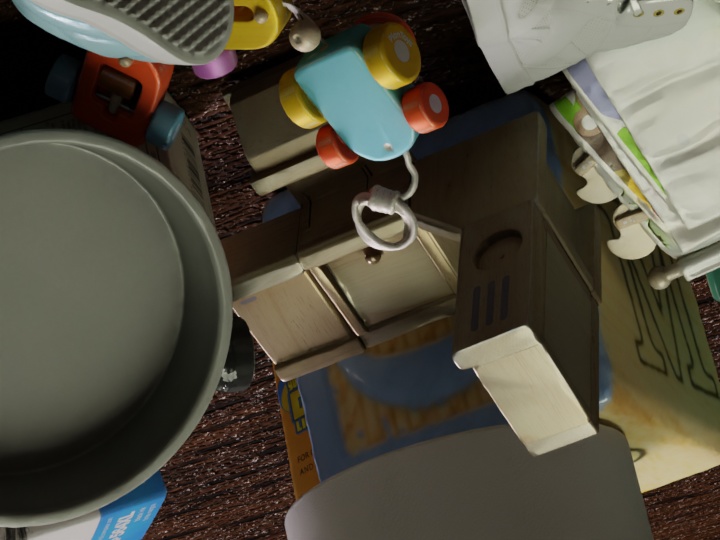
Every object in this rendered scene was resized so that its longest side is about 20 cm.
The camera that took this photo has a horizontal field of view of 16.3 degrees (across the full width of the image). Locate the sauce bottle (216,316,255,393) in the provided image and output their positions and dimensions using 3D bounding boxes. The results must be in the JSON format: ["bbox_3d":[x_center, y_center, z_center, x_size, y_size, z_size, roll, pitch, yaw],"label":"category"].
[{"bbox_3d":[-0.153,0.052,1.316,0.199,0.065,0.065,-4,157,-22],"label":"sauce bottle"}]

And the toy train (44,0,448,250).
[{"bbox_3d":[-0.049,-0.094,1.222,0.199,0.056,0.151,22,136,6],"label":"toy train"}]

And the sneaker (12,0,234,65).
[{"bbox_3d":[-0.141,-0.140,1.091,0.081,0.074,0.200,1,156,34],"label":"sneaker"}]

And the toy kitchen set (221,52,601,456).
[{"bbox_3d":[0.000,0.000,1.293,0.199,0.181,0.164,-22,124,21],"label":"toy kitchen set"}]

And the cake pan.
[{"bbox_3d":[-0.160,0.025,1.224,0.199,0.202,0.037,-4,-162,-24],"label":"cake pan"}]

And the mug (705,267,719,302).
[{"bbox_3d":[0.254,-0.026,1.460,0.114,0.185,0.153,-10,119,13],"label":"mug"}]

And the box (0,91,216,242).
[{"bbox_3d":[-0.182,-0.023,1.328,0.199,0.096,0.078,-15,160,8],"label":"box"}]

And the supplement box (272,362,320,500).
[{"bbox_3d":[-0.007,0.101,1.595,0.068,0.201,0.066,12,148,-41],"label":"supplement box"}]

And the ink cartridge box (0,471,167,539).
[{"bbox_3d":[-0.238,0.113,1.519,0.199,0.147,0.084,-16,162,-25],"label":"ink cartridge box"}]

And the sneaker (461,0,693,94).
[{"bbox_3d":[0.102,-0.150,1.218,0.115,0.074,0.200,-19,168,8],"label":"sneaker"}]

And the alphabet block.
[{"bbox_3d":[0.083,0.036,1.492,0.194,0.198,0.200,-21,158,24],"label":"alphabet block"}]

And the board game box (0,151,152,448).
[{"bbox_3d":[-0.202,-0.013,1.226,0.105,0.023,0.200,-45,119,-3],"label":"board game box"}]

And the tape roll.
[{"bbox_3d":[0.068,0.182,1.386,0.201,0.140,0.203,-11,160,-4],"label":"tape roll"}]

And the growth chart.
[{"bbox_3d":[0.175,-0.080,1.358,0.144,0.018,0.201,-17,122,21],"label":"growth chart"}]
